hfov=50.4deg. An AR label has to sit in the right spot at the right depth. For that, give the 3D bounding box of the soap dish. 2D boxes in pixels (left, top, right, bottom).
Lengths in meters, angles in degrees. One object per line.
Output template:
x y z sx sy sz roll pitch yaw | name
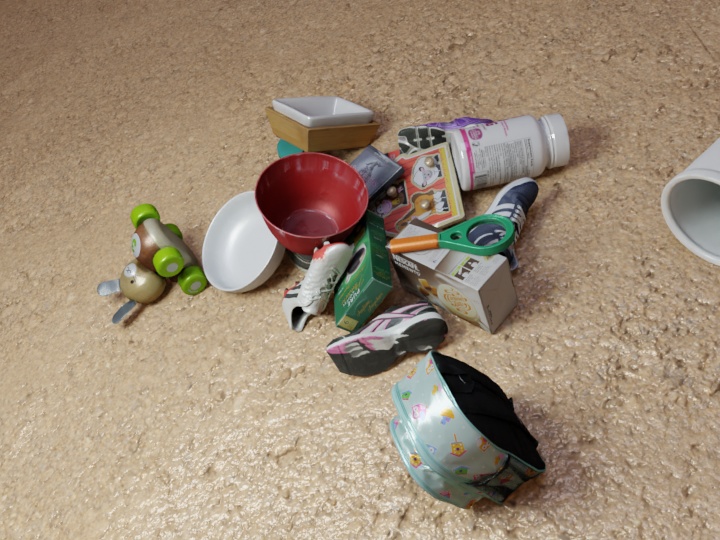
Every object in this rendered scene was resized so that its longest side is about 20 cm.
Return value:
-0.081 -0.311 1.622 0.199 0.082 0.157 -13 33 -39 | soap dish

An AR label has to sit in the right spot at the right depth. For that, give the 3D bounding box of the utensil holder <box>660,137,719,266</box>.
0.586 -0.129 1.153 0.199 0.171 0.169 -39 46 -18 | utensil holder

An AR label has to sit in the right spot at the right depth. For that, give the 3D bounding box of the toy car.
-0.431 0.005 1.499 0.199 0.158 0.165 -39 55 2 | toy car

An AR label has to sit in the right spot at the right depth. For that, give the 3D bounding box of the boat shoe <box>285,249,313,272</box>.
-0.124 -0.070 1.482 0.071 0.061 0.202 -32 44 -5 | boat shoe

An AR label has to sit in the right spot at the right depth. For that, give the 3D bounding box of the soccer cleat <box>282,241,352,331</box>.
-0.072 0.029 1.313 0.200 0.068 0.086 -45 43 38 | soccer cleat

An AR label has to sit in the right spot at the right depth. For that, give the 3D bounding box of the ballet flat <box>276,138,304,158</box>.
-0.116 -0.227 1.626 0.069 0.070 0.200 -35 39 -10 | ballet flat

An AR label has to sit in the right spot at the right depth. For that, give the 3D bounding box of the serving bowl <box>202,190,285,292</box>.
-0.213 -0.048 1.474 0.198 0.066 0.202 -15 63 32 | serving bowl

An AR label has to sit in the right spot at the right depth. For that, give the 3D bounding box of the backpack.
0.126 0.209 1.014 0.153 0.200 0.177 -36 45 12 | backpack

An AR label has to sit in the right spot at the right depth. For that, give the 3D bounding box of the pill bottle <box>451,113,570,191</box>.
0.273 -0.220 1.403 0.198 0.114 0.114 -12 45 1 | pill bottle

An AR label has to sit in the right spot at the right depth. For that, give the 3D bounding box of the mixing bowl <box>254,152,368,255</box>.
-0.089 -0.102 1.362 0.197 0.109 0.202 3 53 -4 | mixing bowl

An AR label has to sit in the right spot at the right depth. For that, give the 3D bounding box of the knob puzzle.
0.087 -0.144 1.446 0.217 0.030 0.222 -12 61 23 | knob puzzle

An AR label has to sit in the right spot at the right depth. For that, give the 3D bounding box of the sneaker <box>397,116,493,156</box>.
0.172 -0.262 1.509 0.197 0.081 0.084 -1 32 12 | sneaker

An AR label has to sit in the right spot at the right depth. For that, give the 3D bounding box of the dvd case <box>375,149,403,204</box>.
0.121 -0.201 1.526 0.198 0.022 0.147 -16 45 11 | dvd case

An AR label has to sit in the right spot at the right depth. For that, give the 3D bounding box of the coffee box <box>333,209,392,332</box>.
0.000 0.000 1.317 0.123 0.044 0.201 -53 24 29 | coffee box

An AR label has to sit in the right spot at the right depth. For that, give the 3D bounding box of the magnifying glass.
0.145 -0.050 1.215 0.198 0.023 0.080 -6 44 14 | magnifying glass

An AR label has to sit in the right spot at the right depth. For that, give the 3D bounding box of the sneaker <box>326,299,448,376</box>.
0.041 0.106 1.250 0.198 0.081 0.087 -15 32 1 | sneaker

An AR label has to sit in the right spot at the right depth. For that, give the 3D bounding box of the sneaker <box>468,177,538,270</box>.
0.253 -0.071 1.302 0.200 0.070 0.108 -42 35 -7 | sneaker

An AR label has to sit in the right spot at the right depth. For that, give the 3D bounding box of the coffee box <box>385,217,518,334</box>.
0.149 0.006 1.253 0.199 0.115 0.080 28 63 39 | coffee box

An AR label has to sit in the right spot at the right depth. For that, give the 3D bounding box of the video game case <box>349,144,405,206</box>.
-0.019 -0.153 1.501 0.200 0.019 0.143 -45 37 0 | video game case
